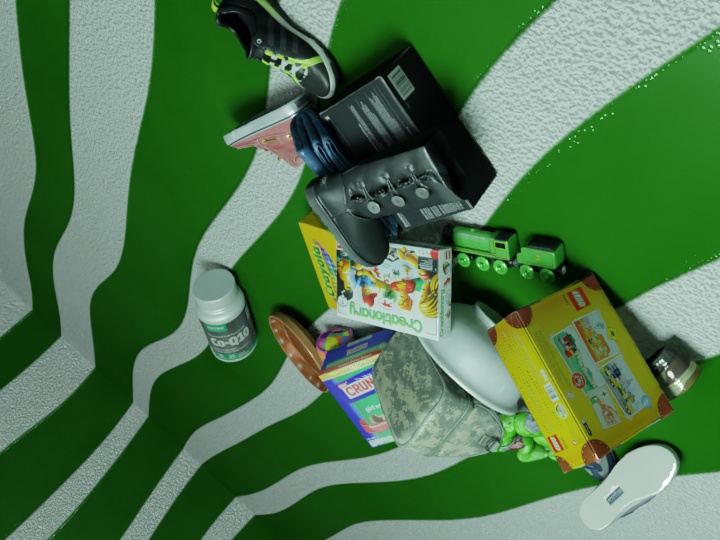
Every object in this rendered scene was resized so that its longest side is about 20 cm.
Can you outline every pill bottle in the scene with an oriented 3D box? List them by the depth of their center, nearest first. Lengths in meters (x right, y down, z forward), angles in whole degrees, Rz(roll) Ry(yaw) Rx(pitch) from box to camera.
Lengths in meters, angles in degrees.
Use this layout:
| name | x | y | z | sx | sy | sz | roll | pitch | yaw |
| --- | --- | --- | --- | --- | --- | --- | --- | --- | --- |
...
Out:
| name | x | y | z | sx | sy | sz | roll | pitch | yaw |
| --- | --- | --- | --- | --- | --- | --- | --- | --- | --- |
| pill bottle | -0.300 | 0.099 | 1.634 | 0.112 | 0.113 | 0.202 | 22 | 144 | 27 |

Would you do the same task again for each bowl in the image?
| name | x | y | z | sx | sy | sz | roll | pitch | yaw |
| --- | --- | --- | --- | --- | --- | --- | --- | --- | --- |
| bowl | 0.183 | 0.111 | 1.109 | 0.200 | 0.091 | 0.201 | 37 | -167 | -10 |

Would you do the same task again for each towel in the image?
| name | x | y | z | sx | sy | sz | roll | pitch | yaw |
| --- | --- | --- | --- | --- | --- | --- | --- | --- | --- |
| towel | -0.019 | -0.136 | 1.038 | 0.200 | 0.048 | 0.112 | 44 | -164 | -37 |

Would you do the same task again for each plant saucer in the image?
| name | x | y | z | sx | sy | sz | roll | pitch | yaw |
| --- | --- | --- | --- | --- | --- | --- | --- | --- | --- |
| plant saucer | -0.122 | 0.169 | 1.564 | 0.200 | 0.032 | 0.201 | 45 | 160 | 22 |

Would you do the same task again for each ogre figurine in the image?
| name | x | y | z | sx | sy | sz | roll | pitch | yaw |
| --- | --- | --- | --- | --- | --- | --- | --- | --- | --- |
| ogre figurine | 0.251 | 0.272 | 1.261 | 0.199 | 0.098 | 0.120 | 27 | 159 | 42 |

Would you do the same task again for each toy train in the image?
| name | x | y | z | sx | sy | sz | roll | pitch | yaw |
| --- | --- | --- | --- | --- | --- | --- | --- | --- | --- |
| toy train | 0.190 | -0.028 | 1.020 | 0.197 | 0.042 | 0.057 | 13 | 129 | 38 |

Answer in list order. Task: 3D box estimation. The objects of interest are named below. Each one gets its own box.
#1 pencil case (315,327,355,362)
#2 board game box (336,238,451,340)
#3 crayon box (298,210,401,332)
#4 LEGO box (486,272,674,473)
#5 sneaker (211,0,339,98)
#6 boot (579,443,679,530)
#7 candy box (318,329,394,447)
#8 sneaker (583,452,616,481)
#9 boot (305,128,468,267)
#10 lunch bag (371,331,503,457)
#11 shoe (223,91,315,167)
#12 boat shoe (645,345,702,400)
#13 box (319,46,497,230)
| name | x | y | z | sx | sy | sz | roll | pitch | yaw |
| --- | --- | --- | --- | --- | --- | --- | --- | --- | --- |
| pencil case | -0.020 | 0.206 | 1.487 | 0.087 | 0.089 | 0.202 | 9 | 135 | 40 |
| board game box | 0.045 | 0.019 | 1.083 | 0.198 | 0.034 | 0.129 | 10 | 106 | 42 |
| crayon box | 0.000 | 0.000 | 1.239 | 0.170 | 0.058 | 0.202 | 17 | 140 | 34 |
| LEGO box | 0.277 | 0.126 | 0.939 | 0.203 | 0.147 | 0.077 | 63 | 151 | 14 |
| sneaker | -0.119 | -0.294 | 0.992 | 0.200 | 0.083 | 0.072 | 43 | 149 | -2 |
| boot | 0.435 | 0.333 | 1.170 | 0.201 | 0.089 | 0.073 | -52 | 58 | 34 |
| candy box | 0.046 | 0.220 | 1.381 | 0.167 | 0.077 | 0.202 | -22 | 115 | 26 |
| sneaker | 0.344 | 0.283 | 1.184 | 0.070 | 0.082 | 0.201 | -9 | 123 | 50 |
| boot | 0.051 | -0.082 | 0.934 | 0.197 | 0.067 | 0.165 | -17 | 136 | 35 |
| lunch bag | 0.128 | 0.196 | 1.184 | 0.166 | 0.140 | 0.201 | 26 | -159 | -31 |
| shoe | -0.130 | -0.198 | 1.129 | 0.198 | 0.071 | 0.092 | -10 | 117 | 47 |
| boat shoe | 0.375 | 0.153 | 1.013 | 0.066 | 0.071 | 0.201 | 49 | 149 | 6 |
| box | 0.061 | -0.163 | 0.959 | 0.140 | 0.079 | 0.201 | -16 | 118 | 51 |
